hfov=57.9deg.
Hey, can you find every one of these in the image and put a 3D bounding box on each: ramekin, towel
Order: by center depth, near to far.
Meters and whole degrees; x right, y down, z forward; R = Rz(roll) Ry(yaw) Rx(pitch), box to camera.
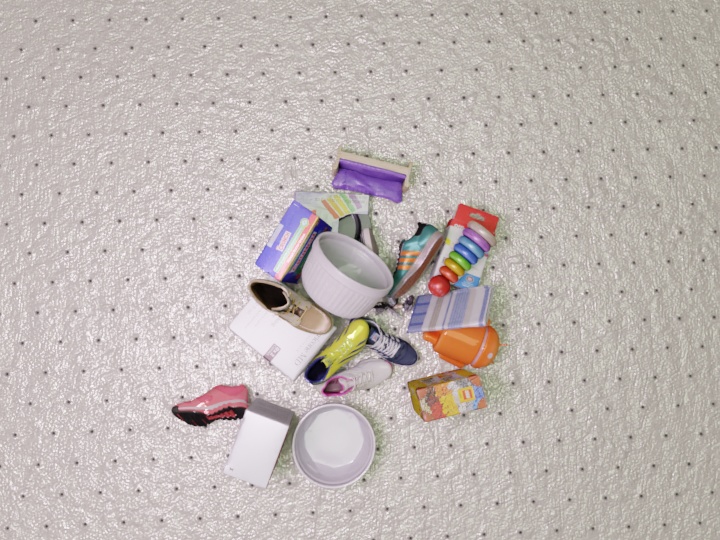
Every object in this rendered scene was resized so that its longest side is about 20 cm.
[{"bbox_3d":[-0.037,0.015,1.463,0.200,0.200,0.105,36,114,0],"label":"ramekin"},{"bbox_3d":[0.218,0.096,1.566,0.200,0.147,0.024,-9,122,25],"label":"towel"},{"bbox_3d":[-0.066,0.417,1.584,0.200,0.105,0.201,0,86,-3],"label":"ramekin"}]

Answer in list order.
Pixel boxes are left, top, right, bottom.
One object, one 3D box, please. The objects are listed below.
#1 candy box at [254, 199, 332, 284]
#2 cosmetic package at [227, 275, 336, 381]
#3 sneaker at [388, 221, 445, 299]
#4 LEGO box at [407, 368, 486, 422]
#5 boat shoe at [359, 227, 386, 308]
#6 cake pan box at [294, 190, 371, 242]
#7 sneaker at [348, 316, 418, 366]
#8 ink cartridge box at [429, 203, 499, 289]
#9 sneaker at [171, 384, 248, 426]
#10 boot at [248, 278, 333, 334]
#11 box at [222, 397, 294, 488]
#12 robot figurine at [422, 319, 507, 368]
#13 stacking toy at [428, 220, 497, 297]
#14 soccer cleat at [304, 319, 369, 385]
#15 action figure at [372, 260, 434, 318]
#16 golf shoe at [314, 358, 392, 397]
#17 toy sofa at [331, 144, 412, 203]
[{"bbox_3d":[-0.150,-0.060,1.509,0.077,0.200,0.169,32,91,8],"label":"candy box"},{"bbox_3d":[-0.182,0.136,1.565,0.200,0.165,0.165,39,86,0],"label":"cosmetic package"},{"bbox_3d":[0.118,-0.026,1.575,0.080,0.071,0.200,39,98,24],"label":"sneaker"},{"bbox_3d":[0.201,0.294,1.556,0.149,0.200,0.077,-13,86,-3],"label":"LEGO box"},{"bbox_3d":[0.000,0.000,1.588,0.093,0.075,0.200,-11,82,13],"label":"boat shoe"},{"bbox_3d":[-0.072,-0.104,1.644,0.200,0.052,0.185,4,89,-3],"label":"cake pan box"},{"bbox_3d":[0.057,0.178,1.602,0.200,0.109,0.070,32,86,0],"label":"sneaker"},{"bbox_3d":[0.262,-0.056,1.646,0.116,0.067,0.200,20,86,-2],"label":"ink cartridge box"},{"bbox_3d":[-0.364,0.326,1.604,0.200,0.074,0.087,-8,46,10],"label":"sneaker"},{"bbox_3d":[-0.150,0.080,1.410,0.200,0.155,0.072,31,84,0],"label":"boot"},{"bbox_3d":[-0.234,0.400,1.530,0.106,0.200,0.152,21,87,-1],"label":"box"},{"bbox_3d":[0.256,0.168,1.607,0.200,0.117,0.144,23,86,-1],"label":"robot figurine"},{"bbox_3d":[0.236,-0.021,1.576,0.085,0.085,0.200,41,92,0],"label":"stacking toy"},{"bbox_3d":[-0.055,0.195,1.524,0.065,0.084,0.200,46,102,10],"label":"soccer cleat"},{"bbox_3d":[0.096,0.033,1.634,0.130,0.069,0.200,38,88,-3],"label":"action figure"},{"bbox_3d":[-0.014,0.271,1.599,0.200,0.092,0.075,-15,99,-4],"label":"golf shoe"},{"bbox_3d":[0.027,-0.240,1.640,0.200,0.083,0.098,14,85,-2],"label":"toy sofa"}]
